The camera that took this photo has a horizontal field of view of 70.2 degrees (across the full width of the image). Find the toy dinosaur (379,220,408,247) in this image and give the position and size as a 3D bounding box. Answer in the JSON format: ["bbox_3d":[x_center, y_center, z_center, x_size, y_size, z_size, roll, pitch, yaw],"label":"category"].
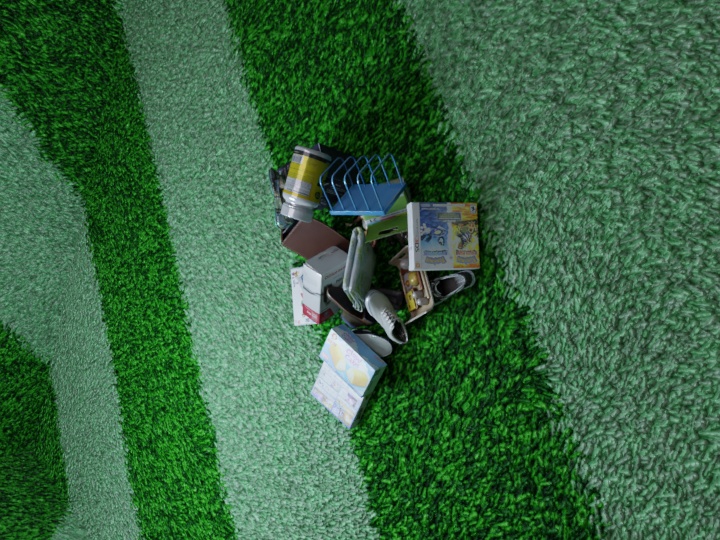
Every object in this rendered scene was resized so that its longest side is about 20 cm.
[{"bbox_3d":[0.105,-0.117,1.539,0.198,0.103,0.077,21,64,45],"label":"toy dinosaur"}]

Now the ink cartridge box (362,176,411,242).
[{"bbox_3d":[0.073,-0.180,1.496,0.145,0.201,0.077,-16,122,14],"label":"ink cartridge box"}]

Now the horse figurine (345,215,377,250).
[{"bbox_3d":[0.014,-0.138,1.649,0.131,0.050,0.204,-21,76,35],"label":"horse figurine"}]

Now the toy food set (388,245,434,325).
[{"bbox_3d":[0.140,0.045,1.498,0.143,0.059,0.204,136,125,-61],"label":"toy food set"}]

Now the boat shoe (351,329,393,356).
[{"bbox_3d":[0.026,0.221,1.620,0.197,0.060,0.077,9,113,35],"label":"boat shoe"}]

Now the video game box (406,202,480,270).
[{"bbox_3d":[0.228,-0.093,1.410,0.047,0.196,0.186,172,96,-78],"label":"video game box"}]

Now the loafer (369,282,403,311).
[{"bbox_3d":[0.044,0.069,1.607,0.197,0.072,0.064,19,83,22],"label":"loafer"}]

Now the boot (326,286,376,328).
[{"bbox_3d":[-0.048,0.125,1.612,0.096,0.199,0.076,-32,34,40],"label":"boot"}]

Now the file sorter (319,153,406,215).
[{"bbox_3d":[0.003,-0.248,1.457,0.197,0.139,0.124,5,134,38],"label":"file sorter"}]

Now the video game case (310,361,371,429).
[{"bbox_3d":[-0.057,0.383,1.686,0.199,0.045,0.184,33,106,33],"label":"video game case"}]

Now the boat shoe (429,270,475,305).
[{"bbox_3d":[0.231,0.047,1.464,0.199,0.070,0.073,-32,71,35],"label":"boat shoe"}]

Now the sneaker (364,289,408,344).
[{"bbox_3d":[0.086,0.137,1.513,0.073,0.201,0.070,-46,29,-16],"label":"sneaker"}]

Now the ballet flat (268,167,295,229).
[{"bbox_3d":[-0.240,-0.230,1.599,0.073,0.074,0.204,-18,78,35],"label":"ballet flat"}]

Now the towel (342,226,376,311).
[{"bbox_3d":[0.000,0.000,1.511,0.047,0.172,0.203,4,67,14],"label":"towel"}]

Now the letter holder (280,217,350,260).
[{"bbox_3d":[-0.138,-0.113,1.659,0.142,0.198,0.101,-45,32,24],"label":"letter holder"}]

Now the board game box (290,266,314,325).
[{"bbox_3d":[-0.186,0.088,1.801,0.125,0.034,0.204,-8,83,37],"label":"board game box"}]

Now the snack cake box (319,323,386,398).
[{"bbox_3d":[-0.025,0.277,1.583,0.199,0.067,0.116,39,120,27],"label":"snack cake box"}]

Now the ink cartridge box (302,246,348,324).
[{"bbox_3d":[-0.106,0.047,1.628,0.082,0.146,0.203,31,134,29],"label":"ink cartridge box"}]

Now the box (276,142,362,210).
[{"bbox_3d":[-0.133,-0.300,1.676,0.198,0.195,0.120,-22,74,34],"label":"box"}]

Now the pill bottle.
[{"bbox_3d":[-0.163,-0.251,1.500,0.113,0.114,0.204,22,98,35],"label":"pill bottle"}]
